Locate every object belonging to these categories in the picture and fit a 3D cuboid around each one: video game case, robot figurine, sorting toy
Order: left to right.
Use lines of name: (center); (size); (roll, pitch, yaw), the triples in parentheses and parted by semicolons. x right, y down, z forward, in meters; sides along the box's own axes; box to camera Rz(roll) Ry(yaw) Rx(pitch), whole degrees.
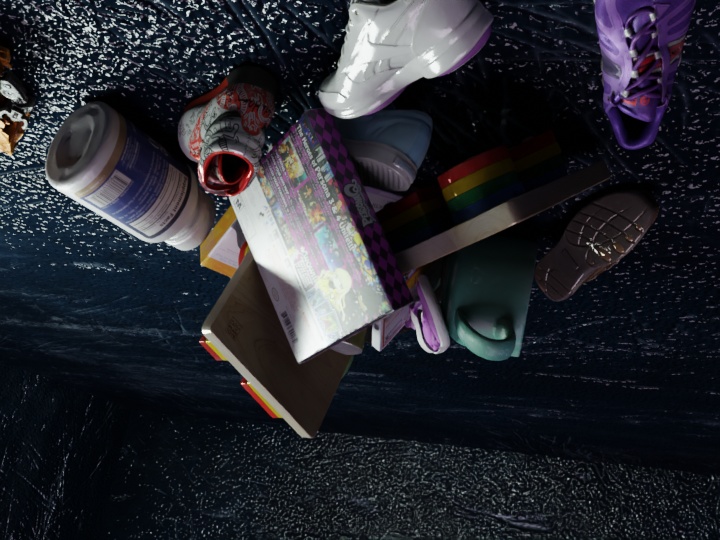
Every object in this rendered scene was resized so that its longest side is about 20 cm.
robot figurine: (-0.428, -0.197, 0.753); (0.142, 0.060, 0.199); (18, 158, -21)
sorting toy: (-0.094, 0.058, 0.833); (0.068, 0.202, 0.201); (-7, 133, 39)
video game case: (-0.049, -0.027, 0.696); (0.035, 0.204, 0.180); (-18, 170, -40)
video game case: (0.065, 0.003, 0.882); (0.017, 0.143, 0.202); (34, 152, 21)
sorting toy: (0.116, -0.070, 0.693); (0.198, 0.071, 0.197); (-23, 179, -45)

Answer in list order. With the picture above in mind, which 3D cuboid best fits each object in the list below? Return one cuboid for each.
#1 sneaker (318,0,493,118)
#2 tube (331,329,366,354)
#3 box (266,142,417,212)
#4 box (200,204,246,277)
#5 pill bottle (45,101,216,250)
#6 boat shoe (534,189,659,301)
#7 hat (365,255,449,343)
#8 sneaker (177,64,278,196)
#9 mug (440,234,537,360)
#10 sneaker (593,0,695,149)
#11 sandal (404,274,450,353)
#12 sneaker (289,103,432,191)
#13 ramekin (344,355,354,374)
sneaker: (0.019, -0.196, 0.572); (0.100, 0.076, 0.198); (47, 147, -21)
tube: (0.000, 0.000, 0.858); (0.057, 0.205, 0.052); (-7, 151, 40)
box: (-0.019, -0.098, 0.805); (0.195, 0.039, 0.042); (15, 122, -24)
box: (-0.104, -0.063, 0.874); (0.117, 0.042, 0.200); (25, 120, -34)
pill bottle: (-0.269, -0.104, 0.841); (0.108, 0.114, 0.199); (-3, 156, 30)
boat shoe: (0.289, -0.037, 0.838); (0.071, 0.077, 0.200); (-21, 163, -32)
hat: (0.042, 0.004, 1.002); (0.196, 0.081, 0.204); (-21, 137, -21)
sneaker: (-0.158, -0.128, 0.736); (0.066, 0.111, 0.199); (22, 156, -30)
mug: (0.165, 0.028, 0.906); (0.111, 0.157, 0.185); (10, -179, 13)
sneaker: (0.214, -0.164, 0.516); (0.078, 0.086, 0.200); (-1, 155, 24)
sandal: (0.086, 0.074, 0.921); (0.049, 0.084, 0.204); (-22, 154, 0)
sneaker: (0.002, -0.137, 0.705); (0.198, 0.083, 0.074); (24, 166, 45)
ramekin: (-0.095, 0.097, 1.161); (0.194, 0.205, 0.098); (12, 152, -6)
